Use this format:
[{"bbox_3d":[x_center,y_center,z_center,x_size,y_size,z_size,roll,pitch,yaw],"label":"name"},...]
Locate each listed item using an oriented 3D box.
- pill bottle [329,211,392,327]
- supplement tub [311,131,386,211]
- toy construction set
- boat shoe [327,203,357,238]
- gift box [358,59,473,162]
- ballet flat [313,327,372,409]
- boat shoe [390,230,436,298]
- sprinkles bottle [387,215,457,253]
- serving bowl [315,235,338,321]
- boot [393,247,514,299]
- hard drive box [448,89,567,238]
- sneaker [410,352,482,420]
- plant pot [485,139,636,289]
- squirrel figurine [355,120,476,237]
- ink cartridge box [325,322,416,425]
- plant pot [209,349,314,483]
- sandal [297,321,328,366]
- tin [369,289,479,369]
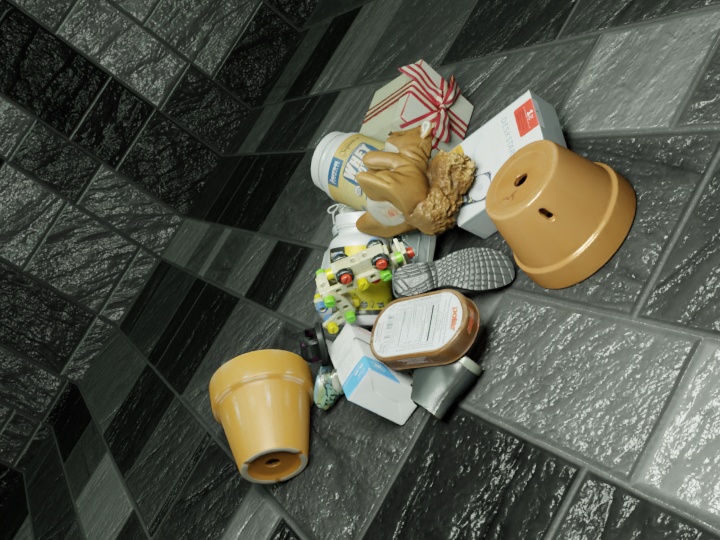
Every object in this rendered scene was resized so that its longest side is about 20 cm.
[{"bbox_3d":[0.000,0.000,1.470,0.112,0.111,0.203,-11,80,56],"label":"pill bottle"},{"bbox_3d":[0.014,-0.189,1.617,0.199,0.145,0.146,25,79,32],"label":"supplement tub"},{"bbox_3d":[0.007,0.013,1.349,0.199,0.132,0.092,-33,49,-7],"label":"toy construction set"},{"bbox_3d":[-0.024,-0.119,1.714,0.074,0.087,0.202,-23,-3,15],"label":"boat shoe"},{"bbox_3d":[0.108,-0.308,1.689,0.186,0.199,0.187,-20,47,49],"label":"gift box"},{"bbox_3d":[-0.027,0.164,1.511,0.074,0.074,0.202,-17,48,53],"label":"ballet flat"},{"bbox_3d":[0.089,-0.043,1.462,0.070,0.071,0.204,-9,74,45],"label":"boat shoe"},{"bbox_3d":[0.121,-0.085,1.539,0.199,0.068,0.069,-33,33,41],"label":"sprinkles bottle"},{"bbox_3d":[-0.050,0.013,1.622,0.200,0.065,0.203,-168,90,-88],"label":"serving bowl"},{"bbox_3d":[0.153,0.013,1.339,0.132,0.197,0.071,49,-142,-75],"label":"boot"},{"bbox_3d":[0.246,-0.175,1.367,0.199,0.076,0.158,-36,49,36],"label":"hard drive box"},{"bbox_3d":[0.099,0.151,1.279,0.107,0.075,0.200,-53,26,-2],"label":"sneaker"},{"bbox_3d":[0.277,-0.095,1.186,0.200,0.139,0.201,-40,29,27],"label":"plant pot"},{"bbox_3d":[0.100,-0.160,1.391,0.198,0.142,0.188,14,55,18],"label":"squirrel figurine"},{"bbox_3d":[0.018,0.159,1.363,0.067,0.115,0.200,-56,25,13],"label":"ink cartridge box"},{"bbox_3d":[-0.172,0.280,1.502,0.200,0.199,0.185,-42,43,26],"label":"plant pot"},{"bbox_3d":[-0.087,0.136,1.438,0.200,0.047,0.076,133,124,-79],"label":"sandal"},{"bbox_3d":[0.093,0.091,1.249,0.199,0.042,0.113,-14,57,43],"label":"tin"}]
